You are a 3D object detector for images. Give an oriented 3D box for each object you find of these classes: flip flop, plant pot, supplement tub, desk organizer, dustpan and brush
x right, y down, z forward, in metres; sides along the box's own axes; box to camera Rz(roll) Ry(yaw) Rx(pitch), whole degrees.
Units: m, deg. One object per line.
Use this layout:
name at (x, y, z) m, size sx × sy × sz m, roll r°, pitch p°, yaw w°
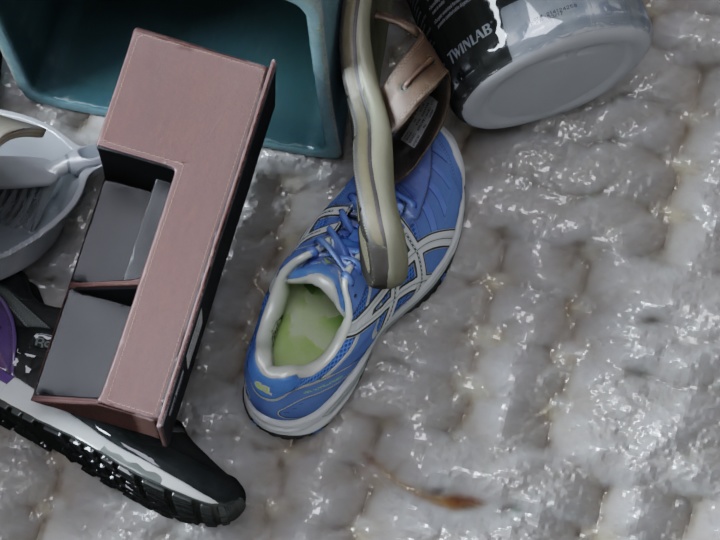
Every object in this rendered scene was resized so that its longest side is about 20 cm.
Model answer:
flip flop at (0.021, -0.084, 1.011) m, size 0.058 × 0.081 × 0.200 m, roll -5°, pitch 61°, yaw 3°
plant pot at (-0.089, -0.206, 1.054) m, size 0.196 × 0.196 × 0.200 m, roll 11°, pitch 70°, yaw 7°
supplement tub at (0.076, -0.192, 1.069) m, size 0.122 × 0.123 × 0.200 m, roll -19°, pitch 74°, yaw -1°
desk organizer at (-0.109, -0.018, 0.983) m, size 0.077 × 0.072 × 0.200 m, roll 16°, pitch 76°, yaw 1°
dustpan and brush at (-0.186, -0.053, 1.074) m, size 0.200 × 0.057 × 0.140 m, roll -4°, pitch 46°, yaw -24°

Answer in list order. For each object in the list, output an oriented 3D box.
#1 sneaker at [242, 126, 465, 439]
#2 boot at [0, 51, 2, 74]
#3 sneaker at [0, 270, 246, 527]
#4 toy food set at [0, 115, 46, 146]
sneaker at (0.000, 0.000, 1.043) m, size 0.076 × 0.077 × 0.200 m, roll 25°, pitch 75°, yaw 12°
boot at (-0.314, -0.177, 1.130) m, size 0.200 × 0.064 × 0.186 m, roll -3°, pitch 67°, yaw 10°
sneaker at (-0.140, 0.064, 1.040) m, size 0.200 × 0.076 × 0.088 m, roll 28°, pitch 72°, yaw 11°
toy food set at (-0.262, -0.003, 0.993) m, size 0.143 × 0.060 × 0.200 m, roll 18°, pitch 82°, yaw 28°
